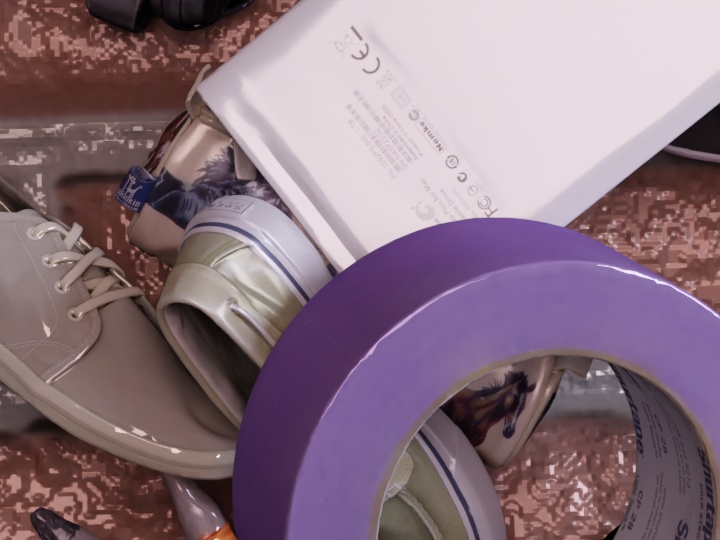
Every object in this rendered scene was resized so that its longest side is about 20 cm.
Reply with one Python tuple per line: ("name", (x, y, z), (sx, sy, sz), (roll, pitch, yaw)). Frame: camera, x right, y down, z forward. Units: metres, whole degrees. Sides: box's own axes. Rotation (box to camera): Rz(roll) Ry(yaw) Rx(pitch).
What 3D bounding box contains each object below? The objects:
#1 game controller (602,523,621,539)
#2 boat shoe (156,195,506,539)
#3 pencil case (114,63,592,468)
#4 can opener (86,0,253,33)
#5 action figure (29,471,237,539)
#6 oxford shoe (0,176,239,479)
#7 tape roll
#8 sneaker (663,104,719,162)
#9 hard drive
("game controller", (0.100, 0.194, 1.160), (0.104, 0.042, 0.200), (19, 70, 40))
("boat shoe", (-0.016, 0.063, 1.153), (0.200, 0.072, 0.062), (53, 50, -21))
("pencil case", (0.000, 0.000, 1.190), (0.199, 0.090, 0.078), (32, 66, 4))
("can opener", (-0.053, -0.191, 1.241), (0.078, 0.063, 0.201), (20, 79, 3))
("action figure", (-0.074, 0.188, 1.146), (0.200, 0.105, 0.193), (-41, 72, -12))
("oxford shoe", (-0.120, 0.014, 1.175), (0.200, 0.075, 0.058), (38, 110, 20))
("tape roll", (0.057, 0.086, 1.094), (0.199, 0.085, 0.201), (-4, 104, -15))
("sneaker", (0.189, -0.090, 1.179), (0.199, 0.099, 0.071), (-10, 82, 26))
("hard drive", (0.054, -0.082, 1.131), (0.200, 0.026, 0.132), (-39, 88, 6))
